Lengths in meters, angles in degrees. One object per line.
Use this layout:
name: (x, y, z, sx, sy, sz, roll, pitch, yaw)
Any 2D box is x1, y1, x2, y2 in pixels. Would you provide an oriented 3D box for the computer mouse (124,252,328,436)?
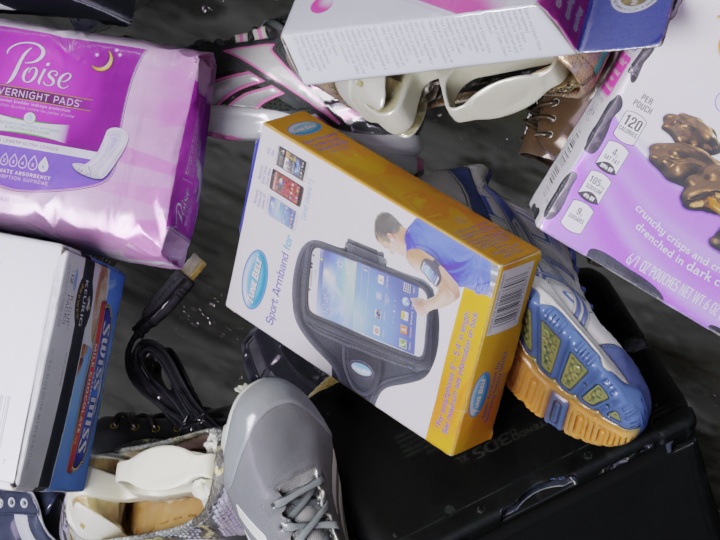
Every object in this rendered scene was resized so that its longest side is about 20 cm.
computer mouse: (-0.044, 0.030, 1.429, 0.140, 0.046, 0.200, 45, 98, 18)

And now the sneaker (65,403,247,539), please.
sneaker: (-0.130, 0.102, 1.486, 0.200, 0.075, 0.107, 38, 101, 11)

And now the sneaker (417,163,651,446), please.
sneaker: (0.099, 0.009, 1.321, 0.200, 0.088, 0.076, 45, 142, 22)

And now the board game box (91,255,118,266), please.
board game box: (-0.231, -0.034, 1.438, 0.159, 0.097, 0.201, 37, 93, 11)

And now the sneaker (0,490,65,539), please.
sneaker: (-0.252, 0.129, 1.533, 0.108, 0.070, 0.200, -39, 93, 30)

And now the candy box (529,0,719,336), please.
candy box: (0.209, -0.071, 1.250, 0.167, 0.072, 0.201, 30, 99, -4)

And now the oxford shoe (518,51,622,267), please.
oxford shoe: (0.122, -0.097, 1.311, 0.084, 0.073, 0.202, -18, 93, -7)

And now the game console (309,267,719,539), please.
game console: (0.088, 0.126, 1.366, 0.199, 0.117, 0.177, -25, 62, -11)

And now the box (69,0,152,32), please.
box: (-0.153, -0.259, 1.418, 0.136, 0.040, 0.201, -27, 91, 26)

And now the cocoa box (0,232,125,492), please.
cocoa box: (-0.247, 0.040, 1.318, 0.198, 0.131, 0.135, 10, 85, 10)

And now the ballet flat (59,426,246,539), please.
ballet flat: (-0.125, 0.123, 1.374, 0.199, 0.072, 0.073, -15, 97, 43)

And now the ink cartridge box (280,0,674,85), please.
ink cartridge box: (0.075, -0.185, 1.263, 0.198, 0.197, 0.043, -5, 134, 24)

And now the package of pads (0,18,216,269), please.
package of pads: (-0.184, -0.077, 1.343, 0.198, 0.076, 0.122, 10, 84, 9)

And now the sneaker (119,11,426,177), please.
sneaker: (-0.048, -0.115, 1.400, 0.198, 0.080, 0.087, 15, 96, 10)

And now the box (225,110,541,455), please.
box: (0.000, 0.000, 1.314, 0.199, 0.041, 0.120, 30, 122, 30)

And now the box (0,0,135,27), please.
box: (-0.224, -0.249, 1.338, 0.195, 0.117, 0.202, 5, 86, 21)

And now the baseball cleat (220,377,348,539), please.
baseball cleat: (-0.017, 0.154, 1.277, 0.106, 0.069, 0.201, 27, 136, 49)

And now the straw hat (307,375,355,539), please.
straw hat: (0.028, 0.142, 1.407, 0.199, 0.085, 0.203, 0, 87, -10)

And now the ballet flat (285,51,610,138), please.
ballet flat: (0.041, -0.108, 1.282, 0.199, 0.068, 0.068, -8, 54, 31)
